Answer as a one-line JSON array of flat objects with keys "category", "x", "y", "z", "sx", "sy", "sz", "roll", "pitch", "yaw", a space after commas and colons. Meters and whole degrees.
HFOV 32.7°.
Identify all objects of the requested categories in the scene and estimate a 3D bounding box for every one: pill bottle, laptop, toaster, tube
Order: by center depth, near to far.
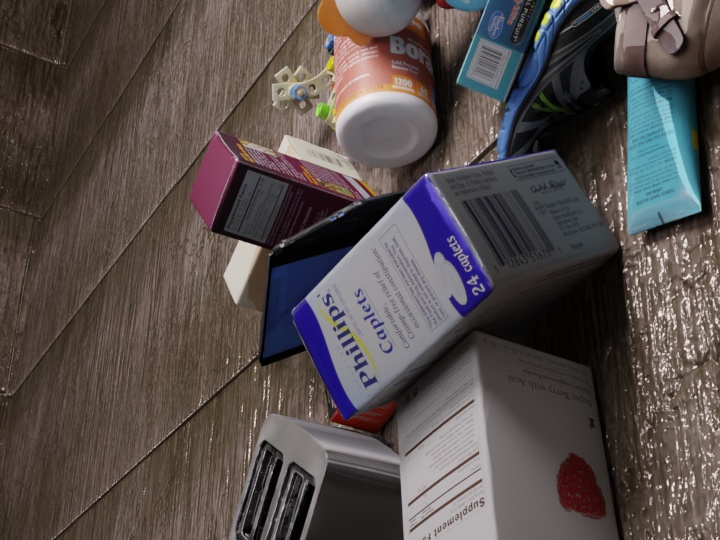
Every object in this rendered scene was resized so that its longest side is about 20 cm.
[{"category": "tube", "x": 0.233, "y": -0.132, "z": 0.952, "sx": 0.077, "sy": 0.050, "sz": 0.204, "roll": 152, "pitch": 125, "yaw": -61}, {"category": "toaster", "x": -0.032, "y": 0.239, "z": 1.178, "sx": 0.180, "sy": 0.117, "sz": 0.203, "roll": 19, "pitch": 91, "yaw": 64}, {"category": "laptop", "x": 0.000, "y": 0.000, "z": 1.228, "sx": 0.198, "sy": 0.176, "sz": 0.105, "roll": -26, "pitch": 85, "yaw": 38}, {"category": "pill bottle", "x": 0.025, "y": -0.223, "z": 1.351, "sx": 0.112, "sy": 0.111, "sz": 0.203, "roll": -45, "pitch": 38, "yaw": 45}]

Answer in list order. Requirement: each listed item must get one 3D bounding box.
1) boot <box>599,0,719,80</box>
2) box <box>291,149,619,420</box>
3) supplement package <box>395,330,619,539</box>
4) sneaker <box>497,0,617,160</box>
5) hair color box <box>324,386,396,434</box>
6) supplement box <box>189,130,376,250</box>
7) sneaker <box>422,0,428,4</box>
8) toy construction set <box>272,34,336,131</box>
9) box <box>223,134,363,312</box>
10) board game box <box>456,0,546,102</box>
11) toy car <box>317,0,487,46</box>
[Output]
[{"category": "boot", "x": 0.244, "y": -0.242, "z": 0.908, "sx": 0.144, "sy": 0.070, "sz": 0.204, "roll": -9, "pitch": 72, "yaw": 32}, {"category": "box", "x": 0.074, "y": 0.009, "z": 0.990, "sx": 0.200, "sy": 0.182, "sz": 0.106, "roll": -45, "pitch": 70, "yaw": 38}, {"category": "supplement package", "x": 0.109, "y": 0.172, "z": 0.925, "sx": 0.120, "sy": 0.120, "sz": 0.203, "roll": -45, "pitch": 37, "yaw": 44}, {"category": "sneaker", "x": 0.172, "y": -0.150, "z": 1.050, "sx": 0.071, "sy": 0.082, "sz": 0.201, "roll": -61, "pitch": -6, "yaw": -50}, {"category": "hair color box", "x": 0.033, "y": 0.056, "z": 1.223, "sx": 0.201, "sy": 0.060, "sz": 0.102, "roll": -56, "pitch": 29, "yaw": 30}, {"category": "supplement box", "x": -0.077, "y": -0.072, "z": 1.365, "sx": 0.087, "sy": 0.197, "sz": 0.110, "roll": -66, "pitch": 27, "yaw": 14}, {"category": "sneaker", "x": 0.083, "y": -0.387, "z": 1.362, "sx": 0.201, "sy": 0.090, "sz": 0.077, "roll": -52, "pitch": 30, "yaw": 35}, {"category": "toy construction set", "x": -0.028, "y": -0.222, "z": 1.498, "sx": 0.199, "sy": 0.091, "sz": 0.133, "roll": 28, "pitch": 100, "yaw": 53}, {"category": "box", "x": -0.084, "y": -0.049, "z": 1.492, "sx": 0.202, "sy": 0.094, "sz": 0.078, "roll": -66, "pitch": 27, "yaw": 19}, {"category": "board game box", "x": 0.138, "y": -0.230, "z": 1.099, "sx": 0.200, "sy": 0.046, "sz": 0.153, "roll": -48, "pitch": -20, "yaw": -79}, {"category": "toy car", "x": 0.028, "y": -0.317, "z": 1.250, "sx": 0.198, "sy": 0.178, "sz": 0.185, "roll": -31, "pitch": 24, "yaw": 18}]
